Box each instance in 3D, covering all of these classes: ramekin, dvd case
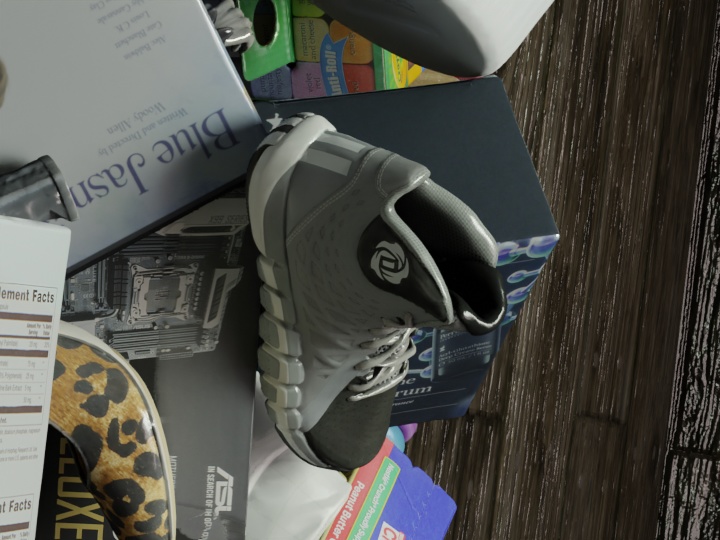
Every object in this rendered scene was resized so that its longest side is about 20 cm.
[{"bbox_3d":[0.021,-0.189,1.046,0.098,0.200,0.200,-56,156,-8],"label":"ramekin"},{"bbox_3d":[-0.137,-0.095,0.856,0.200,0.143,0.018,64,-6,-29],"label":"dvd case"}]

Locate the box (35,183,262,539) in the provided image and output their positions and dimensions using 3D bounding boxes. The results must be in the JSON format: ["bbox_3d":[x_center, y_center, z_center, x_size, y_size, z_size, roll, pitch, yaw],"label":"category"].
[{"bbox_3d":[-0.128,0.036,0.938,0.050,0.157,0.200,-145,-121,-81],"label":"box"}]

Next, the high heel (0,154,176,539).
[{"bbox_3d":[-0.166,0.065,0.859,0.071,0.142,0.200,15,-53,67],"label":"high heel"}]

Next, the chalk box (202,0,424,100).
[{"bbox_3d":[-0.024,-0.177,1.229,0.200,0.124,0.125,-52,142,-58],"label":"chalk box"}]

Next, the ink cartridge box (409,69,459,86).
[{"bbox_3d":[-0.020,-0.039,1.282,0.165,0.075,0.200,-67,172,29],"label":"ink cartridge box"}]

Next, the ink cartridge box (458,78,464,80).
[{"bbox_3d":[0.052,-0.259,1.488,0.200,0.083,0.145,70,31,-52],"label":"ink cartridge box"}]

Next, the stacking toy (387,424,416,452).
[{"bbox_3d":[-0.018,0.159,1.426,0.085,0.085,0.200,69,37,-53],"label":"stacking toy"}]

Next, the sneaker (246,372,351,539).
[{"bbox_3d":[-0.097,0.150,1.008,0.200,0.116,0.074,-43,-179,-5],"label":"sneaker"}]

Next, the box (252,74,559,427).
[{"bbox_3d":[0.000,0.000,1.079,0.200,0.148,0.107,111,-33,-55],"label":"box"}]

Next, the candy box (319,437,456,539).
[{"bbox_3d":[-0.050,0.212,1.170,0.077,0.200,0.169,43,37,-10],"label":"candy box"}]

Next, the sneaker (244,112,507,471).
[{"bbox_3d":[0.014,0.028,0.907,0.075,0.115,0.200,-47,141,-38],"label":"sneaker"}]

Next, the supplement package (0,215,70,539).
[{"bbox_3d":[-0.213,0.071,0.707,0.151,0.151,0.200,10,86,-70],"label":"supplement package"}]

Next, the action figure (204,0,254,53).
[{"bbox_3d":[-0.124,-0.111,0.983,0.102,0.119,0.200,-44,150,-33],"label":"action figure"}]
